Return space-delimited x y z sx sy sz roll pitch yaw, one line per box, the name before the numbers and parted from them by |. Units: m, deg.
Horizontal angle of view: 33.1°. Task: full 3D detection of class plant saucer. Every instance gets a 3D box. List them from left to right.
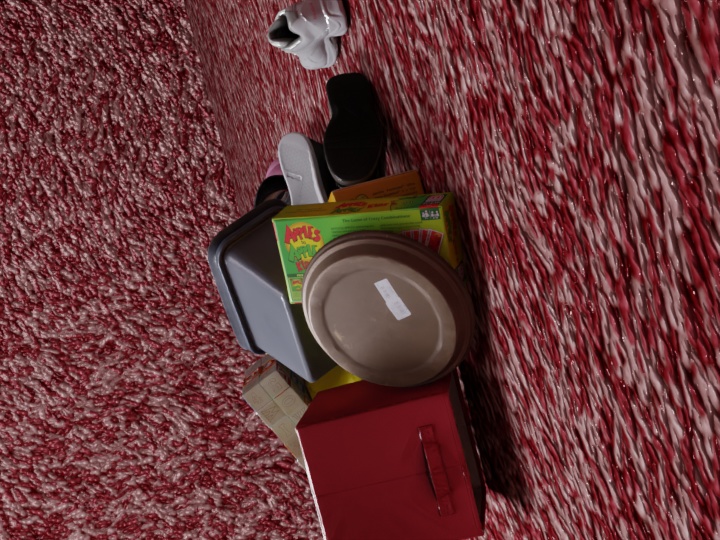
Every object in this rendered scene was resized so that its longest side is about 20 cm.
plant saucer | 0.025 0.049 1.310 0.030 0.198 0.202 -59 -34 -53

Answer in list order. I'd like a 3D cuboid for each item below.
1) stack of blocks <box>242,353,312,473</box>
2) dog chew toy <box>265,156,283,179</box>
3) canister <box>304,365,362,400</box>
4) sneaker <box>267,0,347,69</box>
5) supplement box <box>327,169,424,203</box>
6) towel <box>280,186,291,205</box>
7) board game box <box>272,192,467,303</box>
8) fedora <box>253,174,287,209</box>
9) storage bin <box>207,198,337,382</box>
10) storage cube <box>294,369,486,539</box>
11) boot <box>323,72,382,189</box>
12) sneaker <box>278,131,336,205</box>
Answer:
stack of blocks | -0.071 0.200 1.607 0.200 0.058 0.115 51 -172 -16
dog chew toy | -0.101 -0.137 1.964 0.200 0.123 0.126 -110 9 -66
canister | 0.018 0.195 1.629 0.200 0.086 0.149 44 -167 -46
sneaker | -0.079 -0.321 1.626 0.200 0.098 0.079 121 133 -76
supplement box | 0.037 0.000 1.436 0.109 0.108 0.202 123 132 -76
towel | -0.063 -0.044 1.675 0.144 0.023 0.201 47 -136 -20
board game box | 0.010 -0.023 1.325 0.048 0.198 0.103 -47 -50 -60
fedora | -0.067 -0.068 1.776 0.200 0.091 0.202 39 -140 -42
storage bin | -0.077 0.031 1.497 0.134 0.145 0.201 35 150 40
storage cube | 0.041 0.220 1.406 0.200 0.178 0.173 -53 -51 -80
boot | -0.005 -0.134 1.537 0.205 0.073 0.155 -94 -2 -45
sneaker | -0.053 -0.087 1.639 0.099 0.070 0.202 -11 -89 -65
